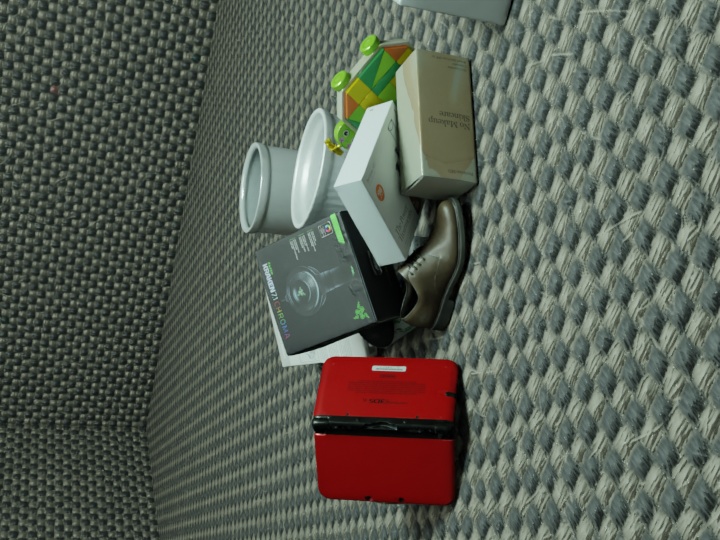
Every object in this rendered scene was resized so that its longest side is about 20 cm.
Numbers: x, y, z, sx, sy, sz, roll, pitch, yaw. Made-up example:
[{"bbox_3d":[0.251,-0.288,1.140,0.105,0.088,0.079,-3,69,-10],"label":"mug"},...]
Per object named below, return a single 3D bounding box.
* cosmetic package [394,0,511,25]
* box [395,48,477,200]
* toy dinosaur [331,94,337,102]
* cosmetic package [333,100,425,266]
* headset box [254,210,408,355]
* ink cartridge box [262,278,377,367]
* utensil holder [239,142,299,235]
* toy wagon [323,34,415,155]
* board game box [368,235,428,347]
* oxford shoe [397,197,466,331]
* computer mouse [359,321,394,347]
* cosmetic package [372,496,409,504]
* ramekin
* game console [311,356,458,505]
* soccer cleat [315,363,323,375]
[{"bbox_3d":[0.116,-0.458,1.380,0.200,0.165,0.169,-121,41,-57],"label":"cosmetic package"},{"bbox_3d":[0.109,-0.209,1.446,0.078,0.094,0.202,141,130,-62],"label":"box"},{"bbox_3d":[0.019,-0.248,1.755,0.199,0.102,0.137,9,109,53],"label":"toy dinosaur"},{"bbox_3d":[0.038,-0.130,1.458,0.051,0.151,0.201,-14,36,29],"label":"cosmetic package"},{"bbox_3d":[-0.040,0.016,1.513,0.199,0.092,0.175,-22,83,36],"label":"headset box"},{"bbox_3d":[-0.073,0.061,1.713,0.175,0.045,0.202,-7,100,31],"label":"ink cartridge box"},{"bbox_3d":[-0.116,-0.147,1.903,0.170,0.198,0.172,-175,90,-71],"label":"utensil holder"},{"bbox_3d":[0.025,-0.254,1.525,0.200,0.155,0.040,-50,32,4],"label":"toy wagon"},{"bbox_3d":[0.061,0.039,1.603,0.200,0.034,0.127,138,135,-63],"label":"board game box"},{"bbox_3d":[0.101,-0.009,1.433,0.073,0.084,0.202,-132,52,-66],"label":"oxford shoe"},{"bbox_3d":[-0.022,0.045,1.575,0.200,0.034,0.059,44,115,17],"label":"computer mouse"},{"bbox_3d":[0.059,0.243,1.480,0.103,0.087,0.202,153,120,-69],"label":"cosmetic package"},{"bbox_3d":[-0.044,-0.161,1.657,0.200,0.097,0.202,-171,90,-73],"label":"ramekin"},{"bbox_3d":[0.040,0.224,1.415,0.119,0.198,0.173,78,-163,-49],"label":"game console"},{"bbox_3d":[-0.055,0.114,1.890,0.073,0.068,0.202,79,-174,-73],"label":"soccer cleat"}]
